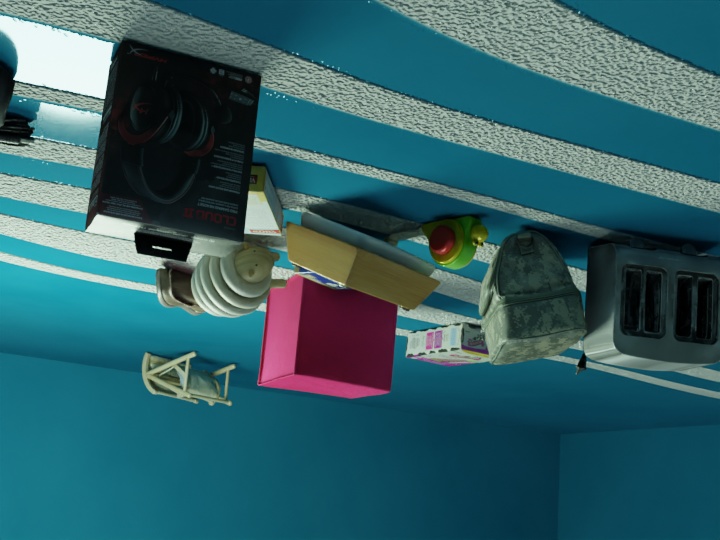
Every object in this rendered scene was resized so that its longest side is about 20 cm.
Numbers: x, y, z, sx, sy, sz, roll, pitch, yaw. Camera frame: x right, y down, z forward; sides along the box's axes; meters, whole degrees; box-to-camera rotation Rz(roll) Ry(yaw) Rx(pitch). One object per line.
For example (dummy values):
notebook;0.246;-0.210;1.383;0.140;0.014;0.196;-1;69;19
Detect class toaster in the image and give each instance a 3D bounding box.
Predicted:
toaster;0.425;0.059;1.464;0.179;0.202;0.119;7;170;-8

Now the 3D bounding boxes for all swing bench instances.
swing bench;-0.502;0.317;2.902;0.198;0.131;0.198;-4;164;32

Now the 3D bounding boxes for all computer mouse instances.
computer mouse;-0.430;-0.178;1.105;0.137;0.053;0.200;10;165;-18

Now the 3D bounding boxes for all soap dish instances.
soap dish;0.000;-0.011;1.470;0.157;0.082;0.199;22;-179;42

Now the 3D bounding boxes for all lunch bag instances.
lunch bag;0.249;0.042;1.514;0.138;0.170;0.200;-8;165;-1

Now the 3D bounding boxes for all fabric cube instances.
fabric cube;-0.063;0.129;1.890;0.197;0.198;0.200;11;165;-24

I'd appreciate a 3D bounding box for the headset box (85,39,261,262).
headset box;-0.187;-0.108;0.999;0.147;0.202;0.075;11;165;-22

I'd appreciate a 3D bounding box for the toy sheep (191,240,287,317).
toy sheep;-0.209;0.016;1.639;0.137;0.139;0.200;16;144;-37

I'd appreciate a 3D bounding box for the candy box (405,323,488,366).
candy box;0.214;0.169;2.234;0.135;0.062;0.199;14;162;-31

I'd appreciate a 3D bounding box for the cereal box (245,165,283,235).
cereal box;-0.187;-0.097;1.369;0.142;0.040;0.200;4;166;3

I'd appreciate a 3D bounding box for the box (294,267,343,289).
box;0.000;0.000;1.705;0.198;0.033;0.121;-6;162;33

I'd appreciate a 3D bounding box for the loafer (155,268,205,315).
loafer;-0.323;0.034;1.888;0.070;0.074;0.200;-11;167;15

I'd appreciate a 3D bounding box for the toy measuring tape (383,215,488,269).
toy measuring tape;0.108;-0.032;1.466;0.073;0.074;0.199;17;161;-41
